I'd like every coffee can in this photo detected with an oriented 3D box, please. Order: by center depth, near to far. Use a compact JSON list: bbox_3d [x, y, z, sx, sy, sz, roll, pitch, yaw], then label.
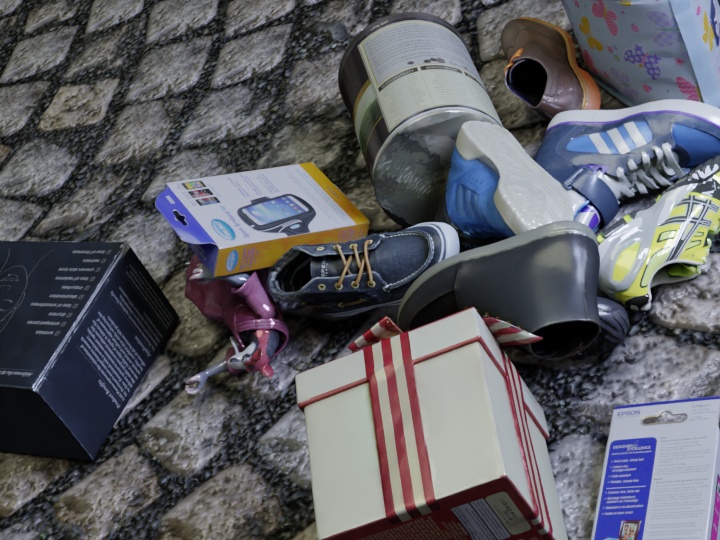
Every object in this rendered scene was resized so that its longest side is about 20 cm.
[{"bbox_3d":[0.065,-0.155,1.652,0.146,0.147,0.200,-26,38,7],"label":"coffee can"}]

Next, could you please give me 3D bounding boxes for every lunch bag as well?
[{"bbox_3d":[0.290,-0.248,1.584,0.127,0.170,0.200,-32,34,-3],"label":"lunch bag"}]

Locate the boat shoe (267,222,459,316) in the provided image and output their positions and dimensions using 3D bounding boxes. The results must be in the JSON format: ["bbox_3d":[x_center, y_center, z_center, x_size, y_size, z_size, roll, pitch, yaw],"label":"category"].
[{"bbox_3d":[0.000,0.000,1.526,0.200,0.091,0.071,-23,64,46],"label":"boat shoe"}]

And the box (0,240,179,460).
[{"bbox_3d":[-0.333,0.080,1.686,0.200,0.124,0.197,2,47,35],"label":"box"}]

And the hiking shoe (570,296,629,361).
[{"bbox_3d":[0.160,0.019,1.453,0.200,0.076,0.101,6,54,40],"label":"hiking shoe"}]

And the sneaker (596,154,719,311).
[{"bbox_3d":[0.292,-0.034,1.443,0.200,0.075,0.076,-36,71,-12],"label":"sneaker"}]

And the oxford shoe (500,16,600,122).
[{"bbox_3d":[0.183,-0.218,1.683,0.071,0.073,0.200,-63,30,23],"label":"oxford shoe"}]

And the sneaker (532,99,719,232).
[{"bbox_3d":[0.248,-0.080,1.511,0.200,0.081,0.147,1,57,31],"label":"sneaker"}]

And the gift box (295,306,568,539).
[{"bbox_3d":[0.074,0.150,1.293,0.199,0.185,0.187,-19,48,10],"label":"gift box"}]

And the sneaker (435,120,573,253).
[{"bbox_3d":[0.129,-0.046,1.489,0.077,0.111,0.200,2,32,-25],"label":"sneaker"}]

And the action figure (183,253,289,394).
[{"bbox_3d":[-0.111,0.043,1.622,0.148,0.134,0.200,-3,39,-23],"label":"action figure"}]

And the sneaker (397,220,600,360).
[{"bbox_3d":[0.112,0.039,1.356,0.200,0.075,0.106,-28,41,30],"label":"sneaker"}]

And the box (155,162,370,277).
[{"bbox_3d":[-0.105,-0.052,1.609,0.200,0.042,0.119,-12,41,-31],"label":"box"}]

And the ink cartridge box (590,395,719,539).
[{"bbox_3d":[0.232,0.188,1.251,0.094,0.037,0.200,-9,46,28],"label":"ink cartridge box"}]
